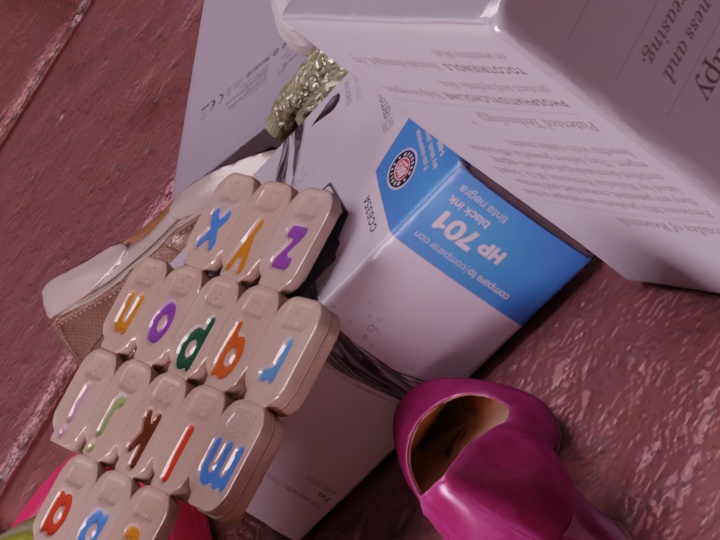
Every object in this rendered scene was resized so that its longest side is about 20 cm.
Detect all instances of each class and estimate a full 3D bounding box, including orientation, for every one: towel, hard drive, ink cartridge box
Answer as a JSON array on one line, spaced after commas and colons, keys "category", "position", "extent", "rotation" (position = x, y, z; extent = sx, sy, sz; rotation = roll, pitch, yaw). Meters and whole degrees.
[{"category": "towel", "position": [0.040, -0.144, 1.267], "extent": [0.200, 0.036, 0.148], "rotation": [-45, -3, 24]}, {"category": "hard drive", "position": [-0.048, -0.134, 1.487], "extent": [0.132, 0.025, 0.201], "rotation": [-36, 33, 35]}, {"category": "ink cartridge box", "position": [0.000, 0.000, 1.192], "extent": [0.200, 0.086, 0.147], "rotation": [-44, 29, 21]}]

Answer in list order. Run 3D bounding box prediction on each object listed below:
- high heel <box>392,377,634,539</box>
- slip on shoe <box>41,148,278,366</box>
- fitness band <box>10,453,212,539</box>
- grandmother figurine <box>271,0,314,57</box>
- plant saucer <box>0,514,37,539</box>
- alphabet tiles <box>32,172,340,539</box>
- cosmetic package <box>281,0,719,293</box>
[{"category": "high heel", "position": [0.034, 0.072, 1.039], "extent": [0.067, 0.096, 0.200], "rotation": [-52, 27, 7]}, {"category": "slip on shoe", "position": [-0.085, -0.002, 1.371], "extent": [0.200, 0.076, 0.061], "rotation": [-29, 76, 30]}, {"category": "fitness band", "position": [-0.130, 0.161, 1.288], "extent": [0.144, 0.037, 0.200], "rotation": [-47, 29, 13]}, {"category": "grandmother figurine", "position": [0.009, -0.176, 1.287], "extent": [0.200, 0.121, 0.061], "rotation": [-53, 44, 47]}, {"category": "plant saucer", "position": [-0.160, 0.200, 1.221], "extent": [0.200, 0.031, 0.201], "rotation": [-26, 52, 37]}, {"category": "alphabet tiles", "position": [-0.077, 0.049, 1.157], "extent": [0.200, 0.015, 0.196], "rotation": [13, 73, 61]}, {"category": "cosmetic package", "position": [0.116, -0.108, 0.986], "extent": [0.168, 0.200, 0.166], "rotation": [-61, 26, -10]}]
